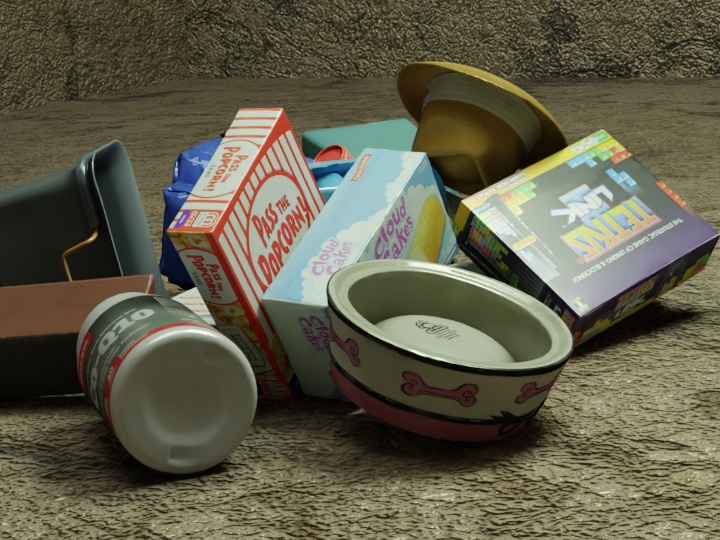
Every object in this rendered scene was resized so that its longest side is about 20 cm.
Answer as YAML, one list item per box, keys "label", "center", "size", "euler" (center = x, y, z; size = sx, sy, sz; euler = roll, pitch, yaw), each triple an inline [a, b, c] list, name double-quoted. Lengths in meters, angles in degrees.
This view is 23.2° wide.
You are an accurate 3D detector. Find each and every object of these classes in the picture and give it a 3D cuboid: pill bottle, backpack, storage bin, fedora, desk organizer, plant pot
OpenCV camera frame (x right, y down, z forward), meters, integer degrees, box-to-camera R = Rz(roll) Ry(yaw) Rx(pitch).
- label: "pill bottle"
  center: [-0.162, 0.082, 1.395]
  size: [0.113, 0.115, 0.200]
  euler: [-9, 12, -19]
- label: "backpack"
  center: [-0.101, -0.033, 1.827]
  size: [0.199, 0.163, 0.168]
  euler: [13, 27, 19]
- label: "storage bin"
  center: [-0.285, -0.009, 1.723]
  size: [0.134, 0.201, 0.146]
  euler: [-14, 10, 10]
- label: "fedora"
  center: [0.107, -0.126, 1.721]
  size: [0.200, 0.082, 0.201]
  euler: [24, -16, 7]
- label: "desk organizer"
  center: [-0.274, 0.060, 1.558]
  size: [0.199, 0.072, 0.077]
  euler: [-5, 38, 12]
- label: "plant pot"
  center: [0.035, -0.080, 2.051]
  size: [0.141, 0.142, 0.200]
  euler: [-9, 20, -21]

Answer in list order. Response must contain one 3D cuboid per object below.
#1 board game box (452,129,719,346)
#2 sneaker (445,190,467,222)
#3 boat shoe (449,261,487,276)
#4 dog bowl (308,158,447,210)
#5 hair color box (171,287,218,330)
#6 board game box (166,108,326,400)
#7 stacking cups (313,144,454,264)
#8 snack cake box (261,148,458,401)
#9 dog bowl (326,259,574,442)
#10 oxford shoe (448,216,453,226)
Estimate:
- label: "board game box"
  center: [0.211, -0.033, 1.649]
  size: [0.200, 0.057, 0.165]
  euler: [-28, 59, -33]
- label: "sneaker"
  center: [0.124, -0.059, 1.839]
  size: [0.075, 0.082, 0.200]
  euler: [31, 3, 28]
- label: "boat shoe"
  center: [0.087, 0.025, 1.706]
  size: [0.199, 0.070, 0.066]
  euler: [-7, 11, 26]
- label: "dog bowl"
  center: [-0.012, -0.056, 1.697]
  size: [0.199, 0.112, 0.050]
  euler: [-7, 21, -28]
- label: "hair color box"
  center: [-0.124, 0.053, 1.641]
  size: [0.110, 0.064, 0.200]
  euler: [1, 12, 25]
- label: "board game box"
  center: [-0.079, -0.013, 1.484]
  size: [0.046, 0.200, 0.152]
  euler: [2, 47, 28]
- label: "stacking cups"
  center: [0.017, -0.049, 1.784]
  size: [0.060, 0.200, 0.061]
  euler: [-26, 41, 25]
- label: "snack cake box"
  center: [0.004, 0.002, 1.507]
  size: [0.067, 0.115, 0.200]
  euler: [6, 46, 30]
- label: "dog bowl"
  center: [0.063, 0.064, 1.379]
  size: [0.199, 0.074, 0.200]
  euler: [11, 22, -4]
- label: "oxford shoe"
  center: [0.000, 0.000, 1.655]
  size: [0.200, 0.075, 0.058]
  euler: [-35, 39, -22]
